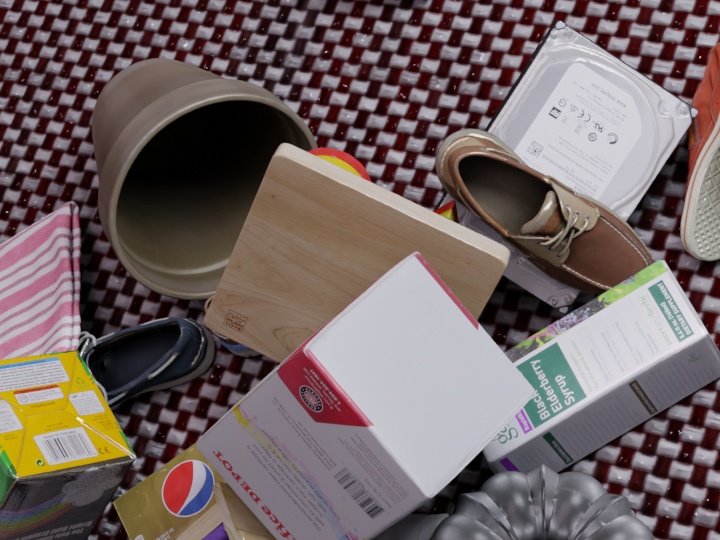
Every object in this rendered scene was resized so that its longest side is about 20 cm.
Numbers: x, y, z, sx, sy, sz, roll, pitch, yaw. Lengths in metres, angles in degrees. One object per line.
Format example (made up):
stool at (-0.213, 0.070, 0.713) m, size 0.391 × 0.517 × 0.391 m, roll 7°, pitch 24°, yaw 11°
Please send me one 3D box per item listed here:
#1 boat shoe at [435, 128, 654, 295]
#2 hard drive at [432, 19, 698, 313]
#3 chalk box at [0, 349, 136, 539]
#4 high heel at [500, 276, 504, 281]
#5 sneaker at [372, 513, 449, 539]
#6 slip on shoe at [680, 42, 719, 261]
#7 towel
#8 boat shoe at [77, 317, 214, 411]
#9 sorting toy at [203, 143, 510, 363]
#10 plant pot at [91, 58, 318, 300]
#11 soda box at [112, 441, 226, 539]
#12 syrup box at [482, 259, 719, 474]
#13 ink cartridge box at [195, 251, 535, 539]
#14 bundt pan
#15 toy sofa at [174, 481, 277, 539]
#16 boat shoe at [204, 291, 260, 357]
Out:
boat shoe at (0.145, -0.038, 1.586) m, size 0.200 × 0.072 × 0.076 m, roll 30°, pitch 98°, yaw -5°
hard drive at (0.163, -0.084, 1.635) m, size 0.139 × 0.038 × 0.200 m, roll 33°, pitch 99°, yaw -4°
chalk box at (-0.301, 0.182, 1.713) m, size 0.124 × 0.124 × 0.200 m, roll 57°, pitch 133°, yaw 27°
high heel at (0.134, -0.068, 1.671) m, size 0.067 × 0.096 × 0.200 m, roll 36°, pitch 78°, yaw 4°
sneaker at (0.005, 0.286, 1.586) m, size 0.115 × 0.074 × 0.201 m, roll -1°, pitch 57°, yaw 26°
slip on shoe at (0.298, -0.102, 1.642) m, size 0.061 × 0.074 × 0.201 m, roll -10°, pitch 63°, yaw 60°
towel at (-0.317, 0.038, 1.834) m, size 0.146 × 0.030 × 0.201 m, roll -28°, pitch 45°, yaw 24°
boat shoe at (-0.228, 0.093, 1.785) m, size 0.199 × 0.062 × 0.075 m, roll -18°, pitch 64°, yaw 17°
sorting toy at (0.000, 0.000, 1.624) m, size 0.199 × 0.199 × 0.070 m, roll 26°, pitch 40°, yaw -1°
plant pot at (-0.158, -0.101, 1.788) m, size 0.200 × 0.200 × 0.174 m, roll -43°, pitch 40°, yaw 0°
soda box at (-0.105, 0.173, 1.689) m, size 0.200 × 0.064 × 0.068 m, roll -35°, pitch 57°, yaw 5°
syrup box at (0.181, 0.086, 1.589) m, size 0.200 × 0.081 × 0.079 m, roll -31°, pitch 56°, yaw 7°
ink cartridge box at (0.000, 0.113, 1.528) m, size 0.145 × 0.200 × 0.145 m, roll 49°, pitch 51°, yaw 0°
bundt pan at (0.138, 0.234, 1.507) m, size 0.201 × 0.076 × 0.203 m, roll -2°, pitch 60°, yaw 3°
toy sofa at (-0.135, 0.270, 1.611) m, size 0.200 × 0.083 × 0.098 m, roll -42°, pitch 49°, yaw 22°
boat shoe at (-0.043, 0.009, 1.734) m, size 0.200 × 0.072 × 0.072 m, roll -31°, pitch 57°, yaw 8°
